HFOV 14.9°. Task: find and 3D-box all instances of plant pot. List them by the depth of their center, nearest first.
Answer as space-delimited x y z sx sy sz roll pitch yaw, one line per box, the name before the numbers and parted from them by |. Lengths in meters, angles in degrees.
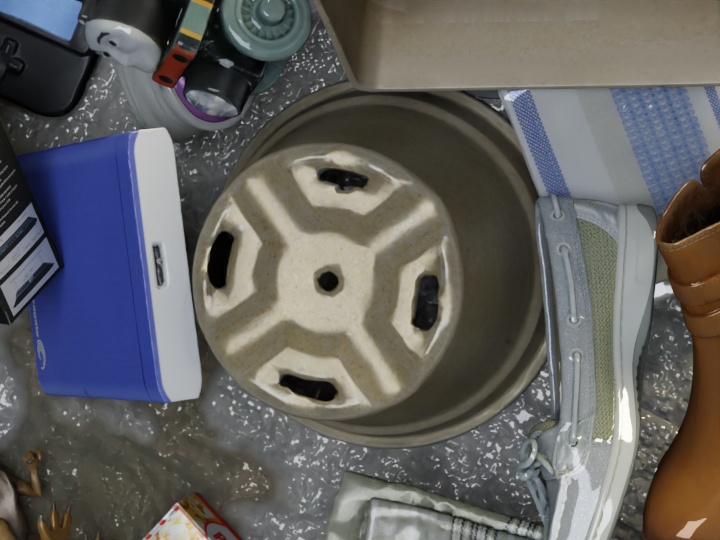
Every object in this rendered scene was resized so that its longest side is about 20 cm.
plant pot | 0.085 -0.199 1.303 0.199 0.200 0.178 0 77 8
plant pot | 0.000 0.000 1.394 0.200 0.183 0.201 0 93 10

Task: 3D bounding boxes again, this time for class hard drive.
hard drive | -0.133 0.000 1.419 0.025 0.200 0.133 -8 92 -23

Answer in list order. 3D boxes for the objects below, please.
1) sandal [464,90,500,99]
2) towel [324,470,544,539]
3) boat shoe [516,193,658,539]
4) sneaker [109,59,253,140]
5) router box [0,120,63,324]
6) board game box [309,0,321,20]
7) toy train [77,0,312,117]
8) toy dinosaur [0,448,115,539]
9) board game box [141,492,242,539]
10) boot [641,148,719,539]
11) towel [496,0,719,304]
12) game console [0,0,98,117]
sandal | 0.140 -0.118 1.432 0.199 0.045 0.075 -4 92 11
towel | 0.056 0.219 1.409 0.199 0.035 0.193 15 100 15
boat shoe | 0.106 0.062 1.370 0.064 0.074 0.203 9 78 0
sneaker | -0.117 -0.163 1.445 0.075 0.100 0.201 -9 85 -30
router box | -0.267 -0.059 1.430 0.199 0.052 0.158 9 134 34
board game box | 0.014 -0.239 1.450 0.198 0.043 0.201 -8 92 11
toy train | -0.067 -0.177 1.377 0.114 0.085 0.201 22 73 -9
toy dinosaur | -0.193 0.163 1.512 0.106 0.060 0.201 -5 86 35
board game box | -0.077 0.245 1.490 0.151 0.046 0.200 -44 85 10
boot | 0.182 0.036 1.353 0.200 0.155 0.077 -48 46 -12
towel | 0.182 -0.069 1.409 0.199 0.024 0.147 -23 109 6
game console | -0.207 -0.202 1.455 0.175 0.116 0.201 25 97 8
